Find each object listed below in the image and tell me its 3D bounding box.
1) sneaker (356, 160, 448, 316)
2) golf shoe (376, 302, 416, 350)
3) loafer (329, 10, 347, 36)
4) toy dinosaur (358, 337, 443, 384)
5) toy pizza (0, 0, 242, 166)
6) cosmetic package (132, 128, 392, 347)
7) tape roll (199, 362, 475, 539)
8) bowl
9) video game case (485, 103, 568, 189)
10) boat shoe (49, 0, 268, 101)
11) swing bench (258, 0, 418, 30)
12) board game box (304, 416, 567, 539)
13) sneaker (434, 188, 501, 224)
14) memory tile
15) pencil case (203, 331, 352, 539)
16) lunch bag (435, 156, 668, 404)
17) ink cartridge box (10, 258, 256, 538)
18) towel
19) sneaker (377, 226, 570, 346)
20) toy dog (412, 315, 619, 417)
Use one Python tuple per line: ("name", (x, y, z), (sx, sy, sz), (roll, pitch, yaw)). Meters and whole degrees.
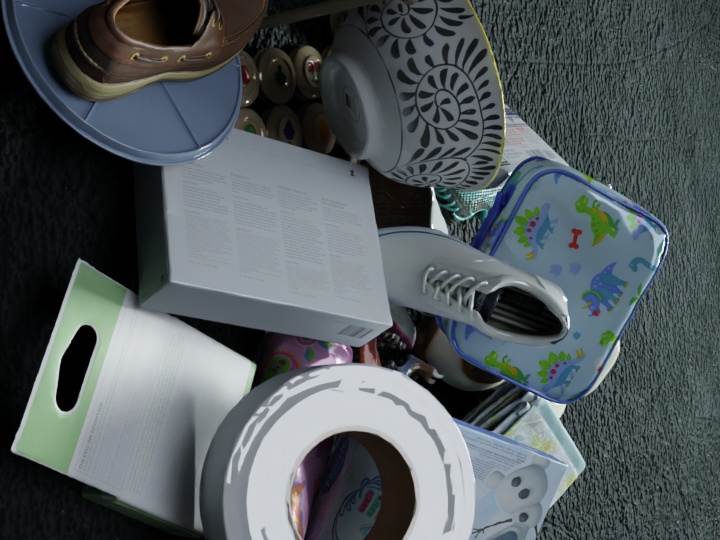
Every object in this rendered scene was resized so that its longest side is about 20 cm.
("sneaker", (0.041, -0.056, 1.156), (0.085, 0.073, 0.200), (-96, 169, -59))
("golf shoe", (0.000, 0.000, 1.082), (0.200, 0.075, 0.092), (46, 60, -42))
("loafer", (0.023, -0.252, 1.146), (0.200, 0.076, 0.068), (-7, 78, -65))
("toy dinosaur", (-0.007, 0.158, 1.051), (0.200, 0.105, 0.182), (50, 60, -31))
("toy pizza", (-0.172, -0.164, 0.871), (0.200, 0.032, 0.200), (22, 55, -36))
("cosmetic package", (-0.076, -0.030, 0.930), (0.200, 0.052, 0.151), (13, 58, -35))
("tape roll", (-0.017, 0.171, 0.901), (0.202, 0.071, 0.203), (3, 83, -22))
("bowl", (0.026, -0.146, 0.985), (0.094, 0.201, 0.201), (-21, 106, -18))
("video game case", (0.100, -0.151, 1.172), (0.182, 0.023, 0.200), (47, 28, 18))
("boat shoe", (-0.126, -0.176, 0.848), (0.200, 0.068, 0.072), (-35, 95, -48))
("swing bench", (-0.034, -0.311, 0.967), (0.130, 0.199, 0.200), (48, 51, -39))
("board game box", (0.052, 0.221, 1.018), (0.200, 0.043, 0.199), (23, 90, -24))
("sneaker", (0.096, -0.090, 1.219), (0.200, 0.078, 0.091), (9, 106, -52))
("memory tile", (-0.053, -0.126, 1.076), (0.200, 0.017, 0.154), (-17, 101, -53))
("pencil case", (-0.067, 0.144, 0.984), (0.087, 0.087, 0.200), (39, 56, -44))
("lunch bag", (0.171, 0.006, 1.093), (0.161, 0.082, 0.200), (25, 99, -12))
("ink cartridge box", (-0.169, 0.099, 0.878), (0.200, 0.048, 0.146), (36, 59, -43))
("towel", (0.137, 0.208, 1.203), (0.171, 0.048, 0.200), (-43, 137, -6))
("sneaker", (0.087, 0.012, 1.012), (0.071, 0.200, 0.073), (-112, -144, -77))
("toy dog", (0.140, 0.085, 1.240), (0.200, 0.139, 0.194), (29, 92, -48))
